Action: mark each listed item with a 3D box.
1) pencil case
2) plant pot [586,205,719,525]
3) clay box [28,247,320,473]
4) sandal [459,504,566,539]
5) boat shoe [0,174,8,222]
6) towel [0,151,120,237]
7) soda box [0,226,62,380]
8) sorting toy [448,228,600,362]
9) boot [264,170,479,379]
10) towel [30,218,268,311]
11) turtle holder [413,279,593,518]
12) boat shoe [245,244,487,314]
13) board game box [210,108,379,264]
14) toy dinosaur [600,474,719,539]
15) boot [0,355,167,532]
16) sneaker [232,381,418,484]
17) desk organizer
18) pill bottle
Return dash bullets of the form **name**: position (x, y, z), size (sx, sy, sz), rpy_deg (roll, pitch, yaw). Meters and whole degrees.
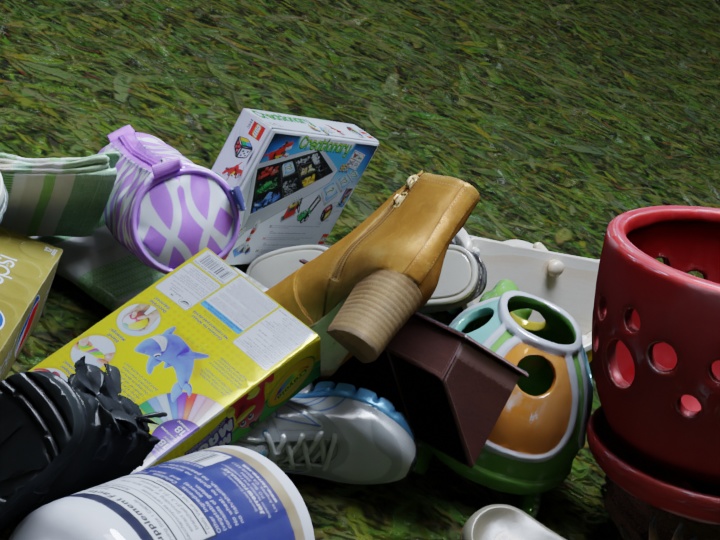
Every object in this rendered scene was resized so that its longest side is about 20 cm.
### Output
- **pencil case**: position (-0.149, -0.053, 1.237), size (0.084, 0.086, 0.200), rpy_deg (-30, 18, -12)
- **plant pot**: position (0.254, 0.068, 1.182), size (0.199, 0.183, 0.201), rpy_deg (9, 19, -3)
- **clay box**: position (-0.135, 0.079, 1.092), size (0.115, 0.048, 0.200), rpy_deg (37, 58, 28)
- **sandal**: position (0.153, 0.211, 1.115), size (0.200, 0.054, 0.080), rpy_deg (32, 48, 24)
- **boat shoe**: position (-0.322, -0.008, 1.102), size (0.199, 0.062, 0.073), rpy_deg (-29, 73, -14)
- **towel**: position (-0.280, -0.055, 1.199), size (0.199, 0.153, 0.024), rpy_deg (0, 72, -18)
- **soda box**: position (-0.261, 0.039, 1.117), size (0.067, 0.064, 0.200), rpy_deg (21, 23, -4)
- **sorting toy**: position (0.129, 0.001, 1.522), size (0.199, 0.107, 0.180), rpy_deg (10, 19, -27)
- **boot**: position (0.000, 0.000, 1.174), size (0.071, 0.144, 0.201), rpy_deg (44, -23, -21)
- **towel**: position (-0.147, 0.019, 1.316), size (0.200, 0.031, 0.149), rpy_deg (34, 28, 18)
- **turtle holder**: position (0.118, 0.086, 1.277), size (0.141, 0.132, 0.185), rpy_deg (30, 25, 17)
- **boat shoe**: position (0.007, 0.013, 1.368), size (0.199, 0.067, 0.057), rpy_deg (-3, -12, 18)
- **board game box**: position (-0.066, -0.065, 1.390), size (0.035, 0.127, 0.200), rpy_deg (35, 14, 21)
- **toy dinosaur**: position (0.220, 0.188, 1.224), size (0.135, 0.086, 0.200), rpy_deg (-2, 28, -32)
- **boot**: position (-0.208, 0.123, 0.935), size (0.073, 0.198, 0.162), rpy_deg (53, 1, 10)
- **sneaker**: position (-0.060, 0.115, 1.147), size (0.199, 0.075, 0.087), rpy_deg (15, 30, 1)
- **desk organizer**: position (0.018, 0.064, 1.210), size (0.072, 0.077, 0.200), rpy_deg (32, -5, -39)
- **pill bottle**: position (-0.124, 0.169, 0.908), size (0.111, 0.111, 0.200), rpy_deg (35, 27, 26)
